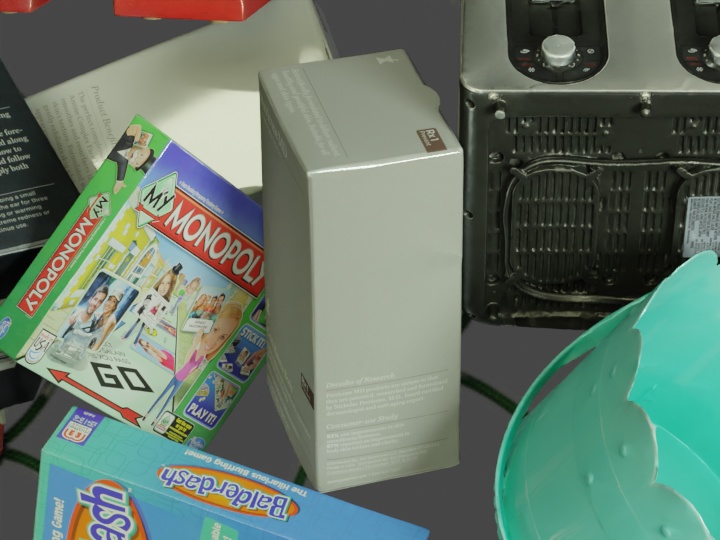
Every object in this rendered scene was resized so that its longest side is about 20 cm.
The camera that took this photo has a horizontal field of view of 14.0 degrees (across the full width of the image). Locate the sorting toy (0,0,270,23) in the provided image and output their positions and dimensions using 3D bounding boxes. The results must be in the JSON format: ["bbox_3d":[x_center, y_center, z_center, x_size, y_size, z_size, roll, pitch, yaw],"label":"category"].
[{"bbox_3d":[-0.117,-0.183,1.561,0.200,0.199,0.070,3,107,12],"label":"sorting toy"}]

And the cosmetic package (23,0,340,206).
[{"bbox_3d":[-0.100,-0.067,1.594,0.200,0.074,0.102,-20,79,4],"label":"cosmetic package"}]

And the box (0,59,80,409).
[{"bbox_3d":[-0.240,-0.039,1.537,0.107,0.148,0.200,-14,58,-32],"label":"box"}]

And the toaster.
[{"bbox_3d":[0.139,-0.057,1.484,0.181,0.200,0.119,0,46,2],"label":"toaster"}]

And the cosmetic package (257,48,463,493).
[{"bbox_3d":[0.000,0.000,1.491,0.090,0.107,0.200,-12,124,-11],"label":"cosmetic package"}]

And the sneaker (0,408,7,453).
[{"bbox_3d":[-0.290,0.098,1.602,0.200,0.077,0.085,-14,86,8],"label":"sneaker"}]

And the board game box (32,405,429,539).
[{"bbox_3d":[-0.074,0.169,1.525,0.200,0.045,0.152,18,128,12],"label":"board game box"}]

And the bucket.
[{"bbox_3d":[0.172,0.108,1.432,0.135,0.207,0.207,-44,74,42],"label":"bucket"}]

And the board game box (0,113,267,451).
[{"bbox_3d":[-0.100,0.014,1.517,0.029,0.200,0.135,35,89,30],"label":"board game box"}]
